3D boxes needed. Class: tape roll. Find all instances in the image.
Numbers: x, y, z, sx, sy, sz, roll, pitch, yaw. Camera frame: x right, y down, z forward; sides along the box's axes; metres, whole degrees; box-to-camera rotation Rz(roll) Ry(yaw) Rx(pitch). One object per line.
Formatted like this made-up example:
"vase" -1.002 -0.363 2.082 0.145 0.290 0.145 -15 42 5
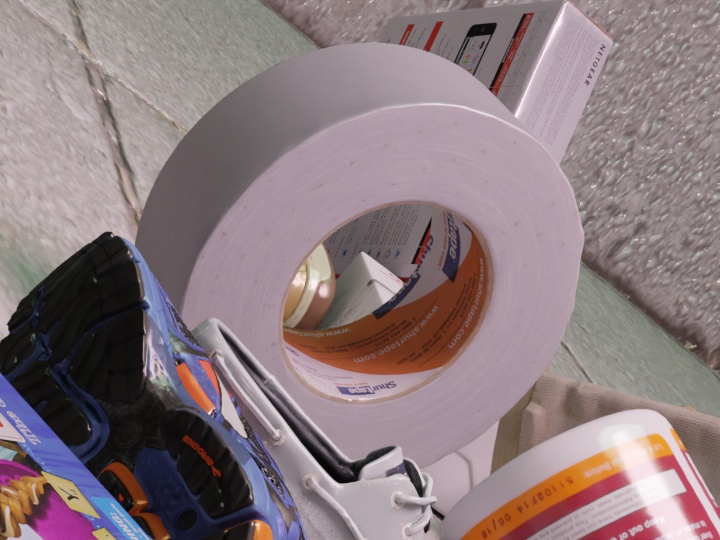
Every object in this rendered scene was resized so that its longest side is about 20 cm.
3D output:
"tape roll" 0.000 0.000 0.999 0.200 0.200 0.066 35 11 -37

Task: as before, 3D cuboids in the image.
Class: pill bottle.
"pill bottle" 0.124 0.168 0.908 0.200 0.113 0.113 62 15 19

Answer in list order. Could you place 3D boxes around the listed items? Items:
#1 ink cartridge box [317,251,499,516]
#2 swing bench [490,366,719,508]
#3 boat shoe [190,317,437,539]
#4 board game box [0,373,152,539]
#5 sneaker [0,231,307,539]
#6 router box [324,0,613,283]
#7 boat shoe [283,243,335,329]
"ink cartridge box" 0.029 0.061 1.272 0.116 0.067 0.200 38 9 -17
"swing bench" 0.195 0.141 1.158 0.199 0.130 0.200 15 -1 37
"boat shoe" -0.008 0.099 0.890 0.201 0.072 0.070 42 8 -3
"board game box" -0.147 0.051 0.617 0.200 0.041 0.199 44 9 20
"sneaker" -0.076 0.064 0.821 0.078 0.075 0.200 45 11 -47
"router box" 0.050 -0.072 1.392 0.049 0.200 0.179 35 -18 -33
"boat shoe" -0.074 -0.033 1.314 0.076 0.072 0.200 23 16 -27
